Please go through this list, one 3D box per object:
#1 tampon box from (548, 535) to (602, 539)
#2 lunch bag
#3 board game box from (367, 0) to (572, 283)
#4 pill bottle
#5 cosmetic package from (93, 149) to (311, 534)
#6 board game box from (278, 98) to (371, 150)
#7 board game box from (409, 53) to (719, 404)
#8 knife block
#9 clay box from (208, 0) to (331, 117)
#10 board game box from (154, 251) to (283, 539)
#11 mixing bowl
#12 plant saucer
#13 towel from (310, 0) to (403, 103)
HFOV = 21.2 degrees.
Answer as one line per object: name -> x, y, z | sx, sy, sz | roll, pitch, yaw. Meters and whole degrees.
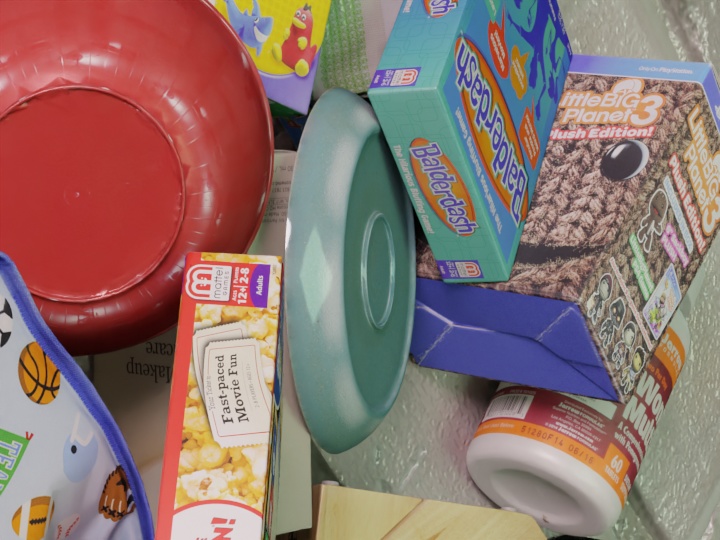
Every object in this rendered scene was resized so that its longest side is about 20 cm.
tampon box -> 0.133, 0.271, 1.266 | 0.199, 0.126, 0.151 | -7, 98, -48
lunch bag -> -0.190, 0.092, 0.852 | 0.124, 0.169, 0.201 | -51, 130, -28
board game box -> 0.070, -0.117, 1.131 | 0.153, 0.045, 0.201 | 65, 33, -43
pill bottle -> 0.156, 0.067, 1.292 | 0.110, 0.109, 0.201 | 49, 57, -38
cosmetic package -> -0.085, 0.037, 1.020 | 0.073, 0.103, 0.202 | -4, 94, -47
board game box -> 0.000, -0.140, 1.154 | 0.152, 0.036, 0.201 | -53, 129, -31
board game box -> 0.126, -0.033, 1.206 | 0.201, 0.158, 0.097 | -57, 137, -30
knife block -> -0.001, 0.211, 1.065 | 0.198, 0.064, 0.177 | 11, 76, -25
clay box -> -0.061, -0.192, 0.995 | 0.114, 0.047, 0.202 | 20, 78, -42
board game box -> -0.061, 0.117, 0.849 | 0.152, 0.046, 0.201 | 93, -1, -58
mixing bowl -> -0.131, -0.043, 0.882 | 0.198, 0.108, 0.202 | -2, 104, -10
plant saucer -> 0.000, 0.000, 1.058 | 0.200, 0.027, 0.202 | 0, 90, -75
towel -> -0.043, -0.164, 1.065 | 0.199, 0.031, 0.151 | -14, 99, -42
